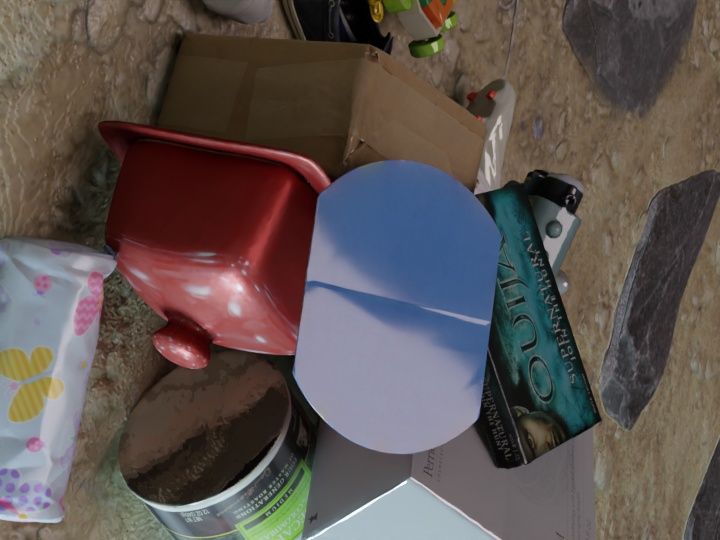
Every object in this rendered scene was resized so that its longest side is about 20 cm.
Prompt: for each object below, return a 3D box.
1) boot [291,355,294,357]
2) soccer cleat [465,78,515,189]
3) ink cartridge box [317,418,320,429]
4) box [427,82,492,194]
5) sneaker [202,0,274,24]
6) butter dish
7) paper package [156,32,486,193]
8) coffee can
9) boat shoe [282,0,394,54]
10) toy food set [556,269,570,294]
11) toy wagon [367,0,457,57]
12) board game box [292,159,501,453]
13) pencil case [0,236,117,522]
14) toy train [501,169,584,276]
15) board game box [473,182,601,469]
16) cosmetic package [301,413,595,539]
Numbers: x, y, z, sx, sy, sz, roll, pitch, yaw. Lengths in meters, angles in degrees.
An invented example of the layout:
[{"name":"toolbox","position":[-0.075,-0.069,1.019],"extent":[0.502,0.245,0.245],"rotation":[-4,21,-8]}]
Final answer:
[{"name":"boot","position":[0.007,0.128,1.285],"extent":[0.065,0.165,0.201],"rotation":[-30,110,-12]},{"name":"soccer cleat","position":[0.111,-0.090,1.482],"extent":[0.077,0.069,0.201],"rotation":[28,80,-26]},{"name":"ink cartridge box","position":[0.015,0.120,1.443],"extent":[0.161,0.050,0.201],"rotation":[-13,90,-52]},{"name":"box","position":[0.077,-0.057,1.361],"extent":[0.200,0.035,0.110],"rotation":[56,42,-34]},{"name":"sneaker","position":[-0.075,-0.294,1.193],"extent":[0.088,0.075,0.201],"rotation":[9,96,-67]},{"name":"butter dish","position":[-0.101,0.002,1.091],"extent":[0.148,0.199,0.200],"rotation":[-64,147,-22]},{"name":"paper package","position":[-0.030,-0.102,1.176],"extent":[0.190,0.199,0.104],"rotation":[25,77,-53]},{"name":"coffee can","position":[-0.085,0.182,1.214],"extent":[0.147,0.146,0.200],"rotation":[-58,139,-28]},{"name":"boat shoe","position":[-0.003,-0.181,1.314],"extent":[0.075,0.062,0.200],"rotation":[-58,141,-31]},{"name":"toy food set","position":[0.179,0.070,1.629],"extent":[0.143,0.060,0.201],"rotation":[-15,109,-53]},{"name":"toy wagon","position":[0.045,-0.268,1.324],"extent":[0.200,0.039,0.156],"rotation":[-65,141,-60]},{"name":"board game box","position":[0.018,0.025,1.046],"extent":[0.158,0.039,0.201],"rotation":[13,80,-32]},{"name":"pencil case","position":[-0.227,0.074,1.046],"extent":[0.091,0.083,0.201],"rotation":[171,-70,-81]},{"name":"toy train","position":[0.157,-0.009,1.492],"extent":[0.085,0.114,0.201],"rotation":[29,84,-17]},{"name":"board game box","position":[0.115,0.038,1.149],"extent":[0.135,0.028,0.201],"rotation":[-17,87,-55]},{"name":"cosmetic package","position":[0.075,0.156,1.171],"extent":[0.200,0.123,0.200],"rotation":[36,37,-24]}]
